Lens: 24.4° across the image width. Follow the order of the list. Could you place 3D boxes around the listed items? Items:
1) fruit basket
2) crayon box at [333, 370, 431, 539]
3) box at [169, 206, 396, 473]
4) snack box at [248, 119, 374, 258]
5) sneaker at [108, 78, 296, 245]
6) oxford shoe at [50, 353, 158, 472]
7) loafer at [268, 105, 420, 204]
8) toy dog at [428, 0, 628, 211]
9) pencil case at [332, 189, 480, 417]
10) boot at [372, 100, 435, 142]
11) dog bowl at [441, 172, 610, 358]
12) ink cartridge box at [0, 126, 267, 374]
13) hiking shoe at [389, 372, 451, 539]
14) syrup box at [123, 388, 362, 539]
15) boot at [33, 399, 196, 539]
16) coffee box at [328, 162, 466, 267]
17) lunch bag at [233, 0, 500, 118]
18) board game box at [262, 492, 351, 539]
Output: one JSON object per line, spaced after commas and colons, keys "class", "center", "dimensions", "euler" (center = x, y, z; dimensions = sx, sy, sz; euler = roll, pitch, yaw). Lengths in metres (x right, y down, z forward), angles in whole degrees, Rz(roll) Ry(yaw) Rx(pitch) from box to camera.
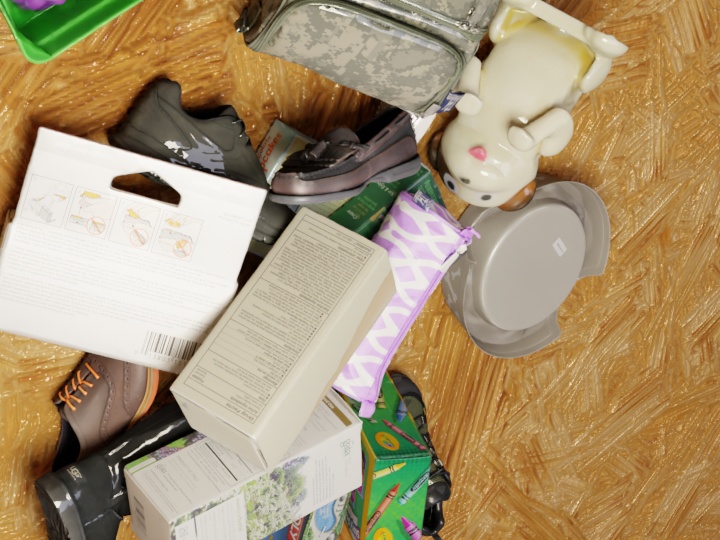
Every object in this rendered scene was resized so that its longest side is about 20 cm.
{"class": "fruit basket", "center": [-0.181, -0.253, 1.205], "dimensions": [0.215, 0.215, 0.156], "euler": [-36, 133, -17]}
{"class": "crayon box", "center": [0.007, 0.174, 1.611], "dimensions": [0.058, 0.200, 0.120], "euler": [-3, 119, -17]}
{"class": "box", "center": [-0.062, 0.058, 1.408], "dimensions": [0.201, 0.094, 0.078], "euler": [-54, 157, -19]}
{"class": "snack box", "center": [-0.033, -0.050, 1.561], "dimensions": [0.199, 0.037, 0.117], "euler": [26, 98, -45]}
{"class": "sneaker", "center": [-0.115, -0.089, 1.427], "dimensions": [0.199, 0.076, 0.091], "euler": [34, 84, -32]}
{"class": "oxford shoe", "center": [-0.228, 0.107, 1.474], "dimensions": [0.072, 0.071, 0.202], "euler": [-3, 117, -34]}
{"class": "loafer", "center": [-0.015, -0.102, 1.434], "dimensions": [0.199, 0.071, 0.064], "euler": [-21, 115, -55]}
{"class": "toy dog", "center": [0.141, -0.158, 1.589], "dimensions": [0.139, 0.194, 0.201], "euler": [28, 98, -1]}
{"class": "pencil case", "center": [0.028, 0.025, 1.506], "dimensions": [0.201, 0.085, 0.084], "euler": [-59, 156, 10]}
{"class": "boot", "center": [0.038, -0.202, 1.519], "dimensions": [0.090, 0.073, 0.201], "euler": [23, 97, -31]}
{"class": "dog bowl", "center": [0.168, -0.011, 1.736], "dimensions": [0.199, 0.059, 0.202], "euler": [-21, 127, -30]}
{"class": "ink cartridge box", "center": [-0.197, -0.016, 1.386], "dimensions": [0.198, 0.045, 0.178], "euler": [15, 105, -17]}
{"class": "hiking shoe", "center": [0.060, 0.196, 1.740], "dimensions": [0.075, 0.100, 0.201], "euler": [-30, 131, -22]}
{"class": "syrup box", "center": [-0.098, 0.177, 1.446], "dimensions": [0.199, 0.081, 0.079], "euler": [-26, 136, -27]}
{"class": "boot", "center": [-0.183, 0.196, 1.497], "dimensions": [0.199, 0.066, 0.166], "euler": [-31, 144, -25]}
{"class": "coffee box", "center": [0.000, 0.000, 1.560], "dimensions": [0.199, 0.044, 0.123], "euler": [-39, 134, -12]}
{"class": "lunch bag", "center": [0.012, -0.231, 1.397], "dimensions": [0.198, 0.140, 0.169], "euler": [18, 120, -21]}
{"class": "board game box", "center": [-0.063, 0.246, 1.598], "dimensions": [0.061, 0.200, 0.202], "euler": [2, 115, -39]}
